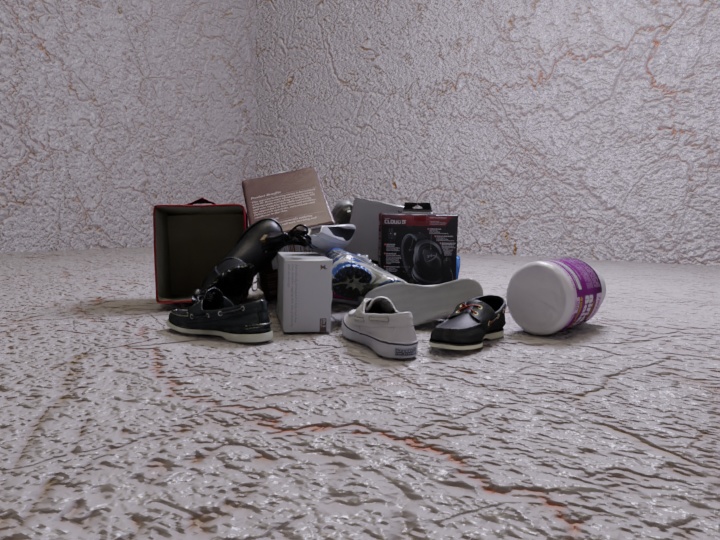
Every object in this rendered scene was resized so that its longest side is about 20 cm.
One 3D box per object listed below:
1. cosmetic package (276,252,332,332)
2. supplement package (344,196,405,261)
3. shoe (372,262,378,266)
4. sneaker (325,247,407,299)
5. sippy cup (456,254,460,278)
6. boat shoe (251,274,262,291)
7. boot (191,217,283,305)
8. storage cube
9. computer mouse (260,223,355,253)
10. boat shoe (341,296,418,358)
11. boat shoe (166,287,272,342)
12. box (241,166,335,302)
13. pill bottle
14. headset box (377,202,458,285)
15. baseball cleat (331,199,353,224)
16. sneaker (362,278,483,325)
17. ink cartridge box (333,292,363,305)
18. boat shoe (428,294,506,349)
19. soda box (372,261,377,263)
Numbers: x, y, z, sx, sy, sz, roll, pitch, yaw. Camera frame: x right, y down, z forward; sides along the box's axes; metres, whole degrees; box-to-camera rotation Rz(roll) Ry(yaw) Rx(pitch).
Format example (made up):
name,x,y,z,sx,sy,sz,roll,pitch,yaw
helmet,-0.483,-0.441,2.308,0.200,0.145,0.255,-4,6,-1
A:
name,x,y,z,sx,sy,sz,roll,pitch,yaw
cosmetic package,-0.096,0.030,0.995,0.079,0.116,0.200,1,3,-10
supplement package,0.040,-0.084,1.287,0.114,0.120,0.200,12,4,4
shoe,0.000,0.000,1.191,0.069,0.055,0.198,-24,-9,36
sneaker,0.015,0.011,1.037,0.198,0.077,0.086,30,20,-44
sippy cup,0.148,0.003,1.312,0.127,0.143,0.179,11,32,6
boat shoe,-0.202,0.023,1.335,0.084,0.077,0.202,-5,16,-20
boot,-0.200,-0.005,1.018,0.198,0.074,0.162,-44,14,-5
storage cube,-0.305,-0.034,1.187,0.166,0.206,0.180,-2,0,-9
computer mouse,-0.072,-0.049,1.008,0.108,0.045,0.198,-13,-2,35
boat shoe,0.022,0.069,0.836,0.070,0.068,0.200,-1,6,-16
boat shoe,-0.209,0.060,0.881,0.196,0.068,0.074,5,7,37
box,-0.141,-0.077,1.229,0.161,0.167,0.202,-12,43,-8
pill bottle,0.330,0.038,0.989,0.110,0.116,0.197,5,7,41
headset box,0.105,-0.025,1.136,0.144,0.206,0.077,0,5,-2
baseball cleat,-0.061,-0.110,1.360,0.068,0.108,0.202,-19,-28,-21
sneaker,0.107,0.061,1.014,0.194,0.076,0.116,-5,-13,9
ink cartridge box,-0.038,0.046,1.275,0.196,0.038,0.094,2,5,37
boat shoe,0.154,0.073,0.861,0.072,0.065,0.200,7,9,33
soda box,-0.052,-0.006,1.360,0.195,0.065,0.071,12,-19,9
